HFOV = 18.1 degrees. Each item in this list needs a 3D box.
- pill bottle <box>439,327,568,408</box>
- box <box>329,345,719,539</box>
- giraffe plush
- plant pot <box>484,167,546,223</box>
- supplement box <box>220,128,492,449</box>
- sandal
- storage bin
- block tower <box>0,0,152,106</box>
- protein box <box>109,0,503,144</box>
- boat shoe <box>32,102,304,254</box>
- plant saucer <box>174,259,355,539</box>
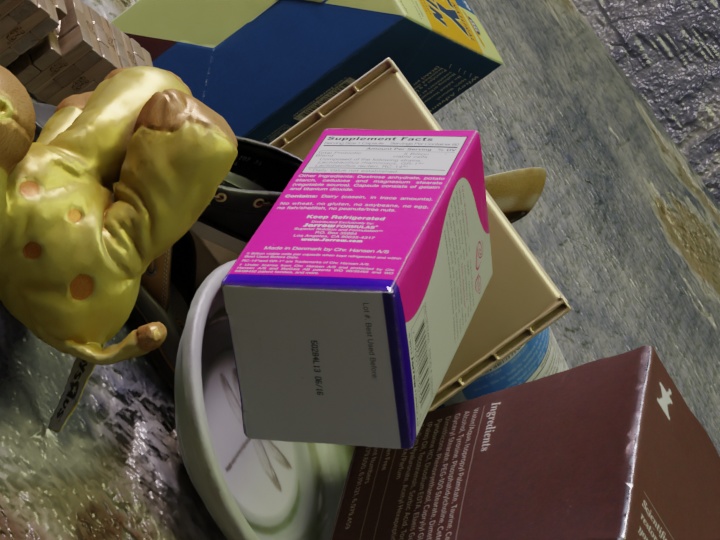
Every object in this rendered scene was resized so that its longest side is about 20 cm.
[{"bbox_3d":[0.095,0.081,1.653,0.112,0.112,0.200,-105,172,-49],"label":"pill bottle"},{"bbox_3d":[0.104,0.176,1.296,0.166,0.200,0.164,56,30,-27],"label":"box"},{"bbox_3d":[-0.185,-0.040,1.168,0.162,0.172,0.200,31,62,-32],"label":"giraffe plush"},{"bbox_3d":[0.042,-0.029,1.630,0.200,0.200,0.028,-5,77,-70],"label":"plant pot"},{"bbox_3d":[0.004,0.005,1.293,0.200,0.103,0.101,-58,146,-56],"label":"supplement box"},{"bbox_3d":[-0.122,-0.001,1.366,0.200,0.055,0.082,57,17,7],"label":"sandal"},{"bbox_3d":[0.000,0.000,1.460,0.200,0.198,0.094,54,0,-1],"label":"storage bin"},{"bbox_3d":[-0.206,-0.152,1.434,0.200,0.054,0.058,39,24,-43],"label":"block tower"},{"bbox_3d":[-0.038,-0.164,1.653,0.135,0.198,0.200,60,17,16],"label":"protein box"},{"bbox_3d":[-0.119,-0.065,1.338,0.201,0.063,0.074,17,31,-30],"label":"boat shoe"},{"bbox_3d":[-0.058,0.095,1.315,0.200,0.050,0.200,42,38,-45],"label":"plant saucer"}]
